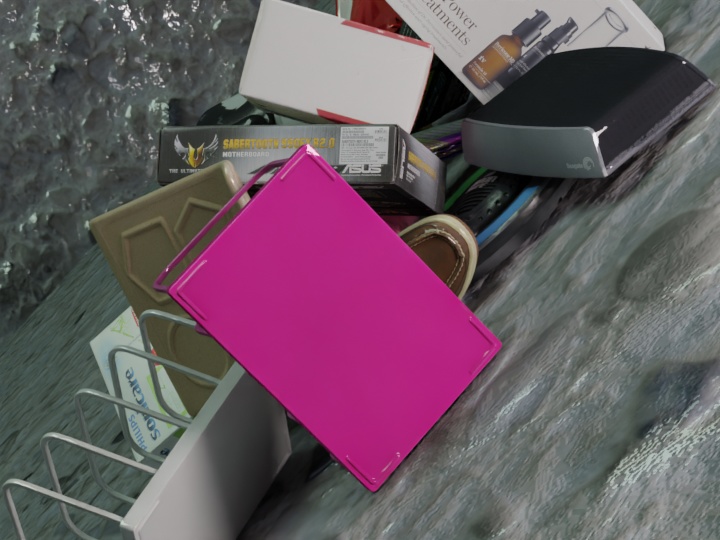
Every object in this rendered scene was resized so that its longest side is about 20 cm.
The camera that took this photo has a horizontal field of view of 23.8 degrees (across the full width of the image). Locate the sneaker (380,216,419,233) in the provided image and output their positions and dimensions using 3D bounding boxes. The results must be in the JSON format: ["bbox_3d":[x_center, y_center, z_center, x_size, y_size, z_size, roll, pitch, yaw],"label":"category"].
[{"bbox_3d":[0.000,0.000,1.481,0.200,0.079,0.096,-47,-26,-65],"label":"sneaker"}]

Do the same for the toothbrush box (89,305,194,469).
[{"bbox_3d":[-0.124,0.066,1.504,0.200,0.086,0.146,-41,52,16],"label":"toothbrush box"}]

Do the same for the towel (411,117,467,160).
[{"bbox_3d":[0.066,-0.114,1.584,0.199,0.023,0.144,-19,10,-14],"label":"towel"}]

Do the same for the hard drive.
[{"bbox_3d":[0.168,-0.126,1.333,0.135,0.042,0.200,-38,22,-18],"label":"hard drive"}]

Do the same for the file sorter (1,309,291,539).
[{"bbox_3d":[-0.158,0.146,1.296,0.200,0.124,0.139,-55,-28,-38],"label":"file sorter"}]

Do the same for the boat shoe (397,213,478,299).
[{"bbox_3d":[0.016,0.039,1.334,0.202,0.075,0.075,-50,-4,36],"label":"boat shoe"}]

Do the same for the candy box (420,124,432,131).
[{"bbox_3d":[-0.028,-0.134,1.884,0.200,0.115,0.055,-45,43,-3],"label":"candy box"}]

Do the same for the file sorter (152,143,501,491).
[{"bbox_3d":[-0.031,0.032,1.219,0.139,0.200,0.125,-47,13,-11],"label":"file sorter"}]

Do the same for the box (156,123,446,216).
[{"bbox_3d":[-0.044,-0.080,1.387,0.199,0.049,0.158,1,-6,18],"label":"box"}]

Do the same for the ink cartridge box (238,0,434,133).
[{"bbox_3d":[-0.019,-0.162,1.449,0.200,0.146,0.083,-61,-14,-88],"label":"ink cartridge box"}]

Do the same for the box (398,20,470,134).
[{"bbox_3d":[0.090,-0.249,1.754,0.193,0.047,0.201,-32,-35,-59],"label":"box"}]

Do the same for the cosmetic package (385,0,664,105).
[{"bbox_3d":[0.139,-0.219,1.462,0.151,0.200,0.052,-41,14,20],"label":"cosmetic package"}]

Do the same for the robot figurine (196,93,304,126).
[{"bbox_3d":[-0.086,-0.129,1.707,0.199,0.125,0.151,-23,31,31],"label":"robot figurine"}]

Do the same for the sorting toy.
[{"bbox_3d":[-0.116,0.017,1.358,0.200,0.186,0.036,-18,12,46],"label":"sorting toy"}]

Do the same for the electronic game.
[{"bbox_3d":[0.108,-0.054,1.408,0.200,0.042,0.200,-42,13,12],"label":"electronic game"}]

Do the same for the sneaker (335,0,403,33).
[{"bbox_3d":[0.035,-0.243,1.793,0.115,0.078,0.201,-16,52,15],"label":"sneaker"}]
